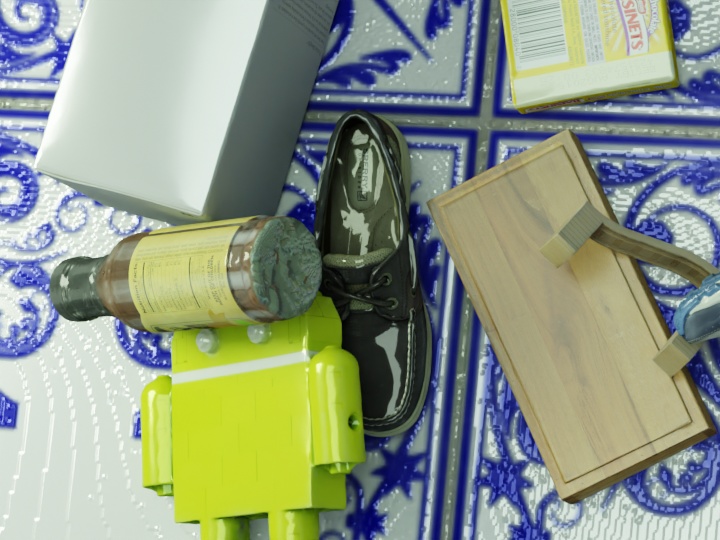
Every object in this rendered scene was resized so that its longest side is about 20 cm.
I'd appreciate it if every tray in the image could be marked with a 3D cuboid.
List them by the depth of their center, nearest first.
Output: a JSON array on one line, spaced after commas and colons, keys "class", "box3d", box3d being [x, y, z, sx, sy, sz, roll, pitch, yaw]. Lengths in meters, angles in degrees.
[{"class": "tray", "box3d": [0.125, 0.027, 1.633, 0.098, 0.037, 0.201, -27, 74, 10]}]

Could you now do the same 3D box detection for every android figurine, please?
[{"class": "android figurine", "box3d": [-0.065, 0.086, 1.647, 0.182, 0.041, 0.201, -9, 80, 44]}]

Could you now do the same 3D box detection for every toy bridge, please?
[{"class": "toy bridge", "box3d": [0.198, 0.033, 1.594, 0.200, 0.027, 0.067, 43, 56, 2]}]

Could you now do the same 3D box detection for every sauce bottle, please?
[{"class": "sauce bottle", "box3d": [-0.109, 0.004, 1.636, 0.200, 0.065, 0.065, -4, 78, 47]}]

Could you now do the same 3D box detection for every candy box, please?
[{"class": "candy box", "box3d": [0.132, -0.202, 1.674, 0.102, 0.026, 0.201, -9, 79, 12]}]

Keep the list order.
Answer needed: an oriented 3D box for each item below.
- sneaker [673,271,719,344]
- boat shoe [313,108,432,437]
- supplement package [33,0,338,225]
[{"class": "sneaker", "box3d": [0.279, 0.019, 1.555, 0.199, 0.077, 0.086, -15, 90, -3]}, {"class": "boat shoe", "box3d": [0.000, 0.000, 1.658, 0.073, 0.065, 0.201, -9, 79, 13]}, {"class": "supplement package", "box3d": [-0.101, -0.131, 1.680, 0.119, 0.121, 0.201, 15, 85, 18]}]
